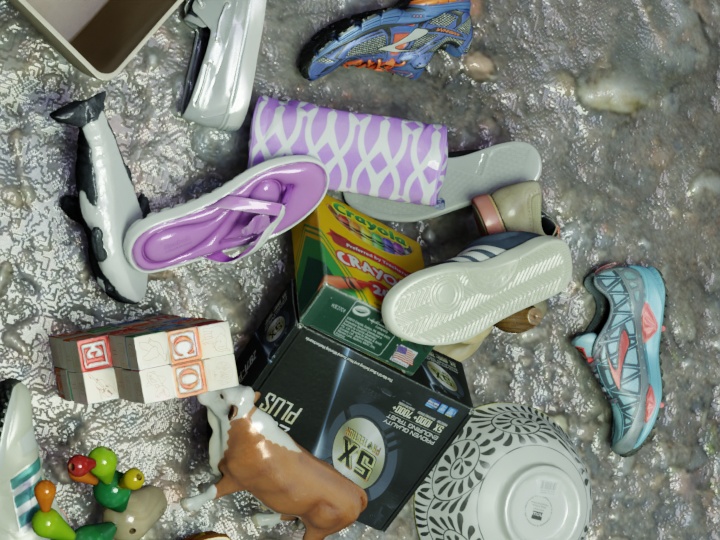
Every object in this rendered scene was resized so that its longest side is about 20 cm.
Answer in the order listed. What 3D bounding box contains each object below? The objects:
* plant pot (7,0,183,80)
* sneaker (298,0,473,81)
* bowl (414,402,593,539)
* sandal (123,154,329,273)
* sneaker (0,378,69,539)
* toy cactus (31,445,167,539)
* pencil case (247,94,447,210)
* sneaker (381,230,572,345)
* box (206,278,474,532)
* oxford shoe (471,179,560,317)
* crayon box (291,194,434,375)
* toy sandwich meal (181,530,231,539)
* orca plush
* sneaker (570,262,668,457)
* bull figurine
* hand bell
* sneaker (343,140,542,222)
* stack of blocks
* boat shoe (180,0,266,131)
[{"bbox_3d":[-0.251,-0.296,1.560,0.200,0.177,0.200,44,75,-16],"label":"plant pot"},{"bbox_3d":[0.032,-0.222,1.734,0.199,0.075,0.079,-22,101,-19],"label":"sneaker"},{"bbox_3d":[0.163,0.236,1.772,0.199,0.094,0.202,0,90,-23],"label":"bowl"},{"bbox_3d":[-0.116,-0.039,1.615,0.202,0.050,0.083,-24,135,-7],"label":"sandal"},{"bbox_3d":[-0.311,0.200,1.602,0.093,0.070,0.201,11,83,-39],"label":"sneaker"},{"bbox_3d":[-0.225,0.237,1.589,0.165,0.102,0.201,-29,127,-58],"label":"toy cactus"},{"bbox_3d":[-0.010,-0.116,1.670,0.199,0.086,0.084,11,120,-1],"label":"pencil case"},{"bbox_3d":[0.094,0.013,1.605,0.199,0.084,0.075,-15,109,-28],"label":"sneaker"},{"bbox_3d":[-0.021,0.129,1.663,0.199,0.086,0.164,28,113,-20],"label":"box"},{"bbox_3d":[0.167,-0.013,1.729,0.074,0.071,0.200,-25,144,0],"label":"oxford shoe"},{"bbox_3d":[0.000,0.000,1.657,0.126,0.200,0.051,26,116,-21],"label":"crayon box"},{"bbox_3d":[-0.136,0.345,1.647,0.204,0.070,0.207,-4,106,-14],"label":"toy sandwich meal"},{"bbox_3d":[-0.252,-0.061,1.614,0.106,0.071,0.201,-67,148,-46],"label":"orca plush"},{"bbox_3d":[0.260,0.093,1.832,0.095,0.079,0.201,6,79,-12],"label":"sneaker"},{"bbox_3d":[-0.088,0.186,1.602,0.200,0.065,0.121,39,115,-22],"label":"bull figurine"},{"bbox_3d":[0.121,0.045,1.698,0.103,0.200,0.105,0,90,-22],"label":"hand bell"},{"bbox_3d":[0.086,-0.082,1.758,0.199,0.099,0.071,-9,82,9],"label":"sneaker"},{"bbox_3d":[-0.196,0.080,1.569,0.114,0.200,0.059,-11,94,-23],"label":"stack of blocks"},{"bbox_3d":[-0.134,-0.235,1.673,0.068,0.072,0.201,7,96,-22],"label":"boat shoe"}]
